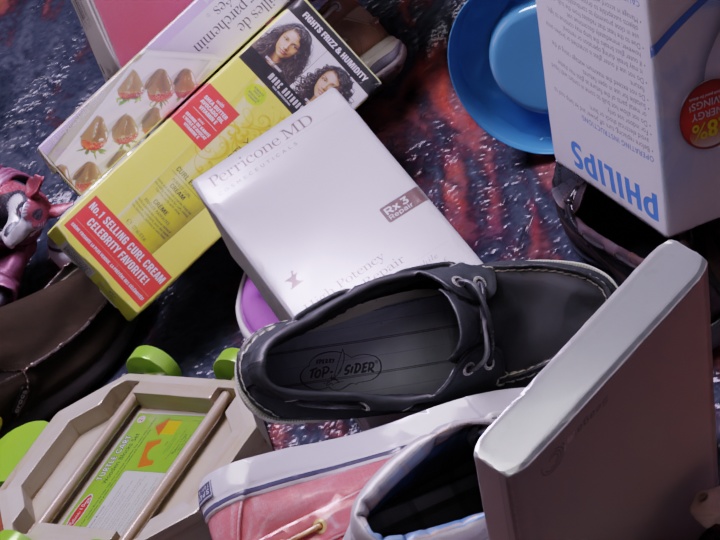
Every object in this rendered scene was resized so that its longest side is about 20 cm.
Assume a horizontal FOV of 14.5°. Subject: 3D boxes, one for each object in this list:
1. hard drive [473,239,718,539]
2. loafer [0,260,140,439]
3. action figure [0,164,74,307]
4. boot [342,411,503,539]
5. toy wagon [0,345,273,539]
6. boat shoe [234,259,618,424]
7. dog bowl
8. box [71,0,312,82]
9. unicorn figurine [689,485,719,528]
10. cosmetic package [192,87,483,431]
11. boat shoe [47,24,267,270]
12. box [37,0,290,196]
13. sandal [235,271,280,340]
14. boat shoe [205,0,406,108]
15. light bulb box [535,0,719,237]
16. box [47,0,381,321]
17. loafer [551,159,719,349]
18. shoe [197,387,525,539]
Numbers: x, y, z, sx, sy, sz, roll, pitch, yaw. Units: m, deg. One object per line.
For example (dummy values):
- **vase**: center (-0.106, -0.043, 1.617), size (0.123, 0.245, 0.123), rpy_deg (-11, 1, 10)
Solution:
- **hard drive**: center (0.107, 0.092, 1.235), size (0.026, 0.200, 0.132), rpy_deg (33, 65, 27)
- **loafer**: center (-0.206, 0.053, 1.658), size (0.073, 0.071, 0.200), rpy_deg (11, 51, 47)
- **action figure**: center (-0.253, -0.020, 1.790), size (0.199, 0.134, 0.149), rpy_deg (-15, 8, 30)
- **boot**: center (0.082, 0.094, 1.309), size (0.200, 0.096, 0.074), rpy_deg (-29, 70, -15)
- **toy wagon**: center (-0.140, 0.108, 1.561), size (0.199, 0.040, 0.155), rpy_deg (1, 43, 41)
- **boat shoe**: center (0.036, 0.032, 1.395), size (0.198, 0.075, 0.066), rpy_deg (-6, -9, -3)
- **dog bowl**: center (0.148, -0.140, 1.604), size (0.199, 0.112, 0.050), rpy_deg (-18, 20, 20)
- **box**: center (-0.083, -0.202, 1.745), size (0.199, 0.109, 0.128), rpy_deg (-24, 4, -9)
- **unicorn figurine**: center (0.152, 0.163, 1.227), size (0.137, 0.074, 0.200), rpy_deg (-21, 46, -3)
- **cosmetic package**: center (0.000, 0.000, 1.521), size (0.101, 0.074, 0.200), rpy_deg (-34, 48, -6)
- **boat shoe**: center (-0.124, -0.086, 1.766), size (0.202, 0.086, 0.075), rpy_deg (-36, 32, -10)
- **box**: center (-0.105, -0.124, 1.659), size (0.200, 0.039, 0.041), rpy_deg (-44, 7, -5)
- **sandal**: center (-0.040, -0.021, 1.642), size (0.082, 0.050, 0.203), rpy_deg (-22, 31, 14)
- **boat shoe**: center (-0.066, -0.100, 1.728), size (0.200, 0.072, 0.076), rpy_deg (-35, -3, -21)
- **light bulb box**: center (0.199, -0.151, 1.439), size (0.198, 0.201, 0.125), rpy_deg (-19, 29, -18)
- **box**: center (-0.085, -0.065, 1.646), size (0.200, 0.075, 0.050), rpy_deg (-43, 3, -12)
- **loafer**: center (0.146, -0.029, 1.489), size (0.072, 0.063, 0.200), rpy_deg (-31, 32, 1)
- **shoe**: center (0.026, 0.123, 1.385), size (0.199, 0.072, 0.091), rpy_deg (-14, 70, -13)
